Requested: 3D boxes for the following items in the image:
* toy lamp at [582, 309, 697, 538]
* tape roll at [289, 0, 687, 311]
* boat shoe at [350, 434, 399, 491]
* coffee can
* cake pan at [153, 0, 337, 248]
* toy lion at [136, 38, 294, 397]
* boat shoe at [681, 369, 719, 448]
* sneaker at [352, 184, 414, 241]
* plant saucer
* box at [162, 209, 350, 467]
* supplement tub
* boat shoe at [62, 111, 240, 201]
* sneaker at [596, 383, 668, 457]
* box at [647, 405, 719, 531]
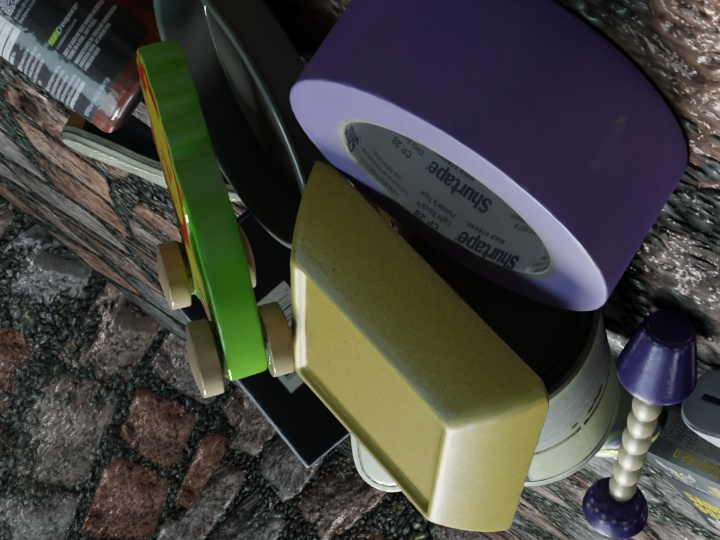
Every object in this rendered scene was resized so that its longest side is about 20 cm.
[{"bbox_3d":[0.198,0.109,0.995,0.058,0.058,0.202,30,138,22],"label":"toy lamp"},{"bbox_3d":[0.066,-0.070,0.740,0.199,0.086,0.200,33,168,7],"label":"tape roll"},{"bbox_3d":[0.027,0.076,1.106,0.071,0.060,0.203,8,119,21],"label":"boat shoe"},{"bbox_3d":[0.107,0.059,1.000,0.145,0.147,0.200,29,168,24],"label":"coffee can"},{"bbox_3d":[-0.072,-0.110,0.920,0.201,0.036,0.201,53,162,24],"label":"cake pan"},{"bbox_3d":[-0.106,-0.047,0.914,0.200,0.068,0.194,-123,20,-60],"label":"toy lion"},{"bbox_3d":[0.298,0.119,0.928,0.070,0.073,0.200,31,-177,-27],"label":"boat shoe"},{"bbox_3d":[-0.021,-0.075,1.010,0.111,0.072,0.200,28,170,16],"label":"sneaker"},{"bbox_3d":[0.018,0.062,0.850,0.200,0.048,0.201,47,157,23],"label":"plant saucer"},{"bbox_3d":[-0.070,0.050,1.245,0.197,0.117,0.200,52,178,-5],"label":"box"},{"bbox_3d":[-0.231,-0.199,1.021,0.199,0.108,0.107,37,169,-9],"label":"supplement tub"},{"bbox_3d":[-0.195,-0.118,1.382,0.198,0.063,0.074,23,170,-26],"label":"boat shoe"},{"bbox_3d":[0.156,0.095,1.154,0.198,0.075,0.081,15,162,29],"label":"sneaker"},{"bbox_3d":[0.339,0.191,1.129,0.199,0.049,0.158,22,164,48],"label":"box"}]
